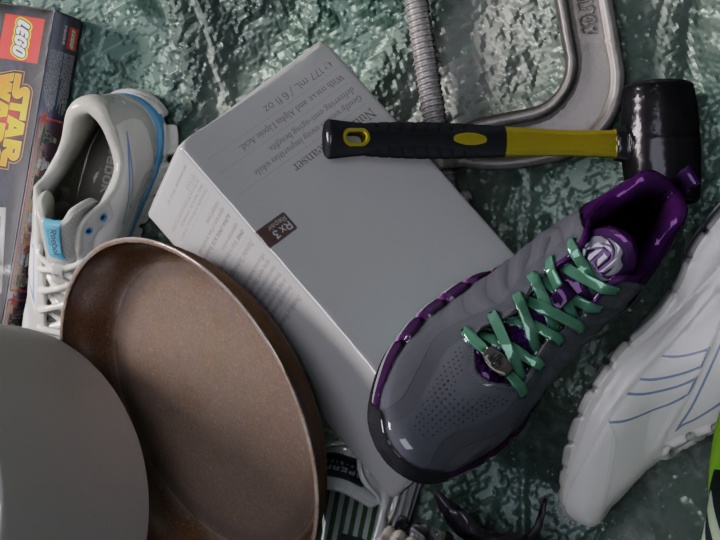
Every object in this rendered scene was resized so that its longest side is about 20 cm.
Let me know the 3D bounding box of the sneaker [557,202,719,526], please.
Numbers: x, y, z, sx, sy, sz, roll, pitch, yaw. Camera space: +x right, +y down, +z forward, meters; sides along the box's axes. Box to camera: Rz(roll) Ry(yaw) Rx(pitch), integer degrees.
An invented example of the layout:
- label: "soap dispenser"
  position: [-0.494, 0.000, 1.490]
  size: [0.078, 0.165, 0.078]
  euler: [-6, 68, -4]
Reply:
- label: "sneaker"
  position: [0.170, 0.051, 0.928]
  size: [0.087, 0.074, 0.201]
  euler: [37, 100, 10]

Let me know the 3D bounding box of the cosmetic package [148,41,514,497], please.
- label: "cosmetic package"
  position: [0.000, 0.000, 0.943]
  size: [0.200, 0.081, 0.113]
  euler: [46, 59, 7]

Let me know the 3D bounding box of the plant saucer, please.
- label: "plant saucer"
  position: [-0.083, 0.074, 0.961]
  size: [0.199, 0.032, 0.202]
  euler: [23, 126, 37]

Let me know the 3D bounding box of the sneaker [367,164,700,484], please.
- label: "sneaker"
  position: [0.081, 0.015, 0.867]
  size: [0.074, 0.088, 0.200]
  euler: [44, 57, 5]

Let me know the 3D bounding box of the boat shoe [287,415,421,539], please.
- label: "boat shoe"
  position: [-0.001, 0.109, 0.981]
  size: [0.073, 0.067, 0.202]
  euler: [2, 88, 18]

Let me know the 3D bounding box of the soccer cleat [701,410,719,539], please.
- label: "soccer cleat"
  position: [0.193, 0.151, 0.888]
  size: [0.067, 0.081, 0.202]
  euler: [-1, 105, -3]

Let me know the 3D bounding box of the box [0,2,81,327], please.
- label: "box"
  position: [-0.246, -0.060, 1.084]
  size: [0.136, 0.040, 0.202]
  euler: [9, 90, 17]

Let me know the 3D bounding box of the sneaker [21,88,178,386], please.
- label: "sneaker"
  position: [-0.161, -0.006, 1.030]
  size: [0.074, 0.087, 0.202]
  euler: [9, 92, 16]

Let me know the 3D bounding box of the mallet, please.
- label: "mallet"
  position: [0.080, -0.075, 0.936]
  size: [0.198, 0.041, 0.067]
  euler: [7, 83, -12]

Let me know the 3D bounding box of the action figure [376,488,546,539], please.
- label: "action figure"
  position: [0.038, 0.185, 0.920]
  size: [0.200, 0.102, 0.119]
  euler: [-39, 83, -14]

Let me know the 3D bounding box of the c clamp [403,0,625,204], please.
- label: "c clamp"
  position: [0.055, -0.127, 0.995]
  size: [0.169, 0.027, 0.202]
  euler: [-5, 86, 18]

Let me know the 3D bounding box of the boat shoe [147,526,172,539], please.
- label: "boat shoe"
  position: [-0.190, 0.162, 1.040]
  size: [0.198, 0.068, 0.073]
  euler: [14, 92, 18]

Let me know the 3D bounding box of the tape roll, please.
- label: "tape roll"
  position: [-0.227, 0.122, 0.946]
  size: [0.201, 0.139, 0.205]
  euler: [-3, 84, 23]
